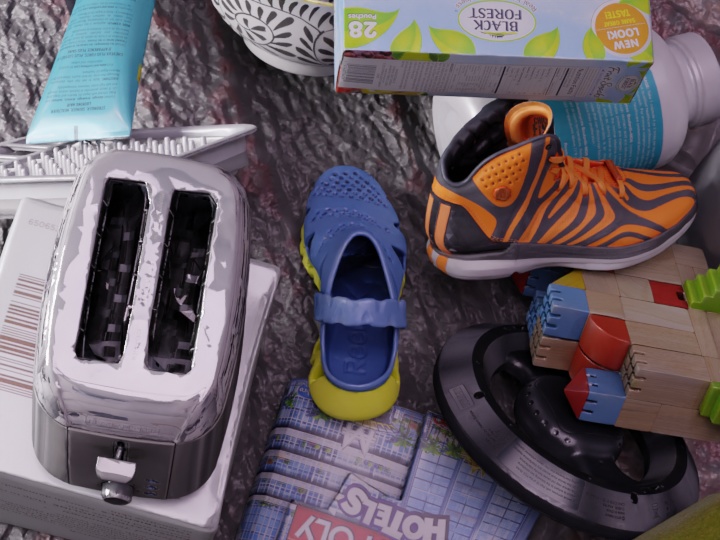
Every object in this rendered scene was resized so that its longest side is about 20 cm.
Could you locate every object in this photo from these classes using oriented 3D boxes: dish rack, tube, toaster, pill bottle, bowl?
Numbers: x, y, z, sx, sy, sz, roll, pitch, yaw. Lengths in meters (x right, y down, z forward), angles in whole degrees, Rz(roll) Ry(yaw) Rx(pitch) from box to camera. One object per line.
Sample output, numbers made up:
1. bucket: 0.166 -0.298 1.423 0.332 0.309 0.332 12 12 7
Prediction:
1. dish rack: -0.181 -0.060 1.063 0.198 0.171 0.044 0 104 28
2. tube: -0.178 -0.170 1.142 0.077 0.051 0.201 -6 52 20
3. toaster: -0.115 0.021 0.872 0.113 0.129 0.202 11 71 -6
4. pill bottle: 0.160 -0.115 1.176 0.198 0.111 0.112 -16 76 -13
5. bowl: -0.035 -0.202 1.164 0.199 0.095 0.201 10 37 -8

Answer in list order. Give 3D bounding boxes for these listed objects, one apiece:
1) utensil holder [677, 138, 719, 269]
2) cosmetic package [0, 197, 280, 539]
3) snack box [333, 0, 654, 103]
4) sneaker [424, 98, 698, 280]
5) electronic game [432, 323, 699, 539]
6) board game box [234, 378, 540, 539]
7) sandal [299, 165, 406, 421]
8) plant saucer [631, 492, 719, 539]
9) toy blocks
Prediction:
1. utensil holder: 0.328 -0.054 1.137 0.168 0.200 0.171 2 72 -8
2. cosmetic package: -0.154 0.079 1.022 0.165 0.200 0.169 15 72 -4
3. snack box: 0.082 -0.199 1.048 0.198 0.068 0.170 2 71 -5
4. sneaker: 0.141 -0.061 1.082 0.198 0.113 0.078 -12 39 -17
5. electronic game: 0.140 0.105 1.091 0.199 0.042 0.201 22 30 -13
6. board game box: 0.016 0.194 1.087 0.198 0.062 0.201 19 71 -3
7. sandal: 0.000 0.000 1.112 0.079 0.087 0.201 -1 50 -8
8. plant saucer: 0.185 0.230 1.051 0.199 0.201 0.048 -26 51 -15
9. toy blocks: 0.176 0.039 1.105 0.136 0.100 0.201 9 36 -9
